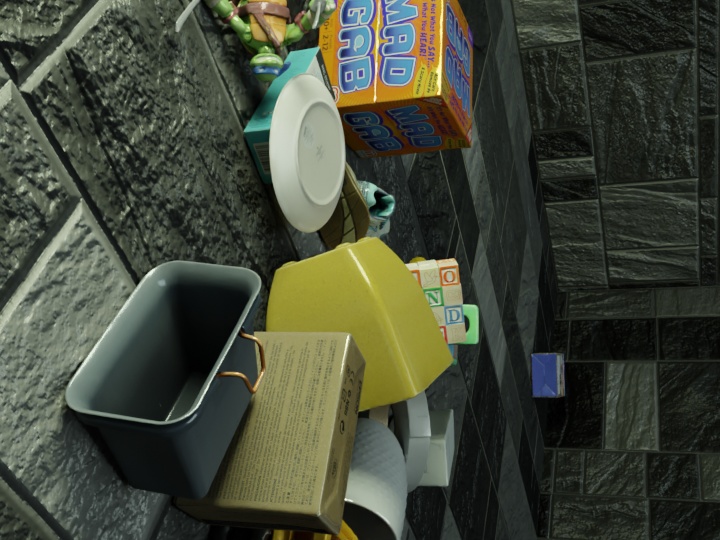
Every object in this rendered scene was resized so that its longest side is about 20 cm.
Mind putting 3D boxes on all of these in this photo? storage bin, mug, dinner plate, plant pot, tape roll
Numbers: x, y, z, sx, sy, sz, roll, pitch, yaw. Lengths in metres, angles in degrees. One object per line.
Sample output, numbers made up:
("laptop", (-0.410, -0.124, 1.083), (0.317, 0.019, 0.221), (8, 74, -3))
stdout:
("storage bin", (-0.157, 0.108, 0.786), (0.201, 0.143, 0.136), (-69, 159, -47))
("mug", (-0.024, 0.277, 1.129), (0.200, 0.147, 0.176), (45, 31, -17))
("dinner plate", (-0.058, -0.151, 1.073), (0.199, 0.024, 0.204), (-6, 97, -64))
("plant pot", (-0.016, 0.070, 1.100), (0.194, 0.193, 0.203), (-20, 91, -68))
("tape roll", (0.047, 0.237, 1.269), (0.202, 0.036, 0.206), (-178, -90, -69))

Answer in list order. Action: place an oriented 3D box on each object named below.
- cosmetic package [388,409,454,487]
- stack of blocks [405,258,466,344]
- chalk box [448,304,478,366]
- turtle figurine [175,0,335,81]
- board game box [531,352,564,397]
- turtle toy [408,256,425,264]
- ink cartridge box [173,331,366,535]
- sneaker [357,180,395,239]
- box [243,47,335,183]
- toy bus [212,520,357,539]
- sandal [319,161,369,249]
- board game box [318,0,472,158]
("cosmetic package", (0.103, 0.303, 1.440), (0.200, 0.111, 0.083), (-20, 106, -78))
("stack of blocks", (0.051, 0.055, 1.235), (0.059, 0.197, 0.117), (-85, 167, -80))
("chalk box", (0.091, 0.088, 1.347), (0.124, 0.197, 0.127), (31, 59, -66))
("turtle figurine", (-0.105, -0.331, 0.953), (0.200, 0.142, 0.197), (25, 60, -71))
("board game box", (0.699, 0.389, 3.101), (0.200, 0.095, 0.162), (19, 70, -68))
("turtle toy", (0.101, 0.085, 1.512), (0.147, 0.100, 0.202), (-105, 177, -47))
("ink cartridge box", (-0.091, 0.170, 0.897), (0.075, 0.162, 0.203), (61, 34, -54))
("sneaker", (0.020, -0.090, 1.340), (0.200, 0.085, 0.079), (30, 61, -66))
("box", (-0.090, -0.209, 1.108), (0.201, 0.048, 0.083), (-71, 151, -45))
("toy bus", (-0.065, 0.356, 0.909), (0.136, 0.189, 0.202), (64, 32, -49))
("sandal", (-0.039, -0.121, 1.220), (0.054, 0.079, 0.202), (-97, 168, -58))
("board game box", (0.060, -0.315, 1.315), (0.200, 0.197, 0.203), (35, 55, -65))
